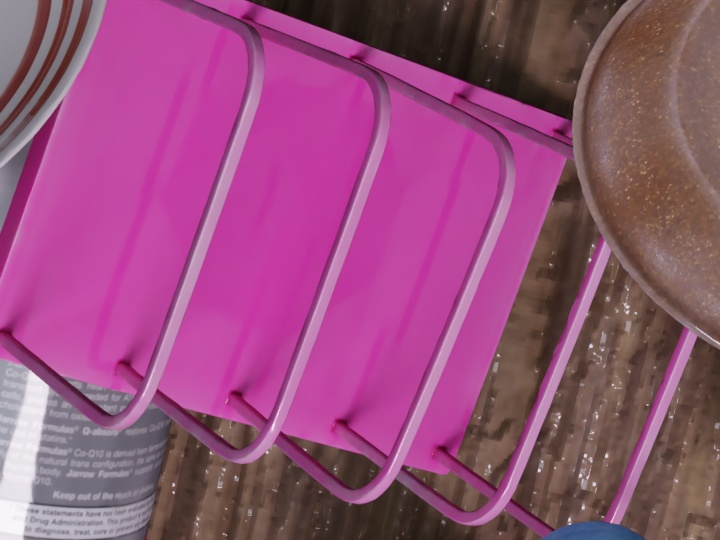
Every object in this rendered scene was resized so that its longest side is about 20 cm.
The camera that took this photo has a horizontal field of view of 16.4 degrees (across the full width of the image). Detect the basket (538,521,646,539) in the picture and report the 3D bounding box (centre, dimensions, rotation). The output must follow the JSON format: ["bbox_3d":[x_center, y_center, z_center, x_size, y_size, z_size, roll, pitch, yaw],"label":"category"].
[{"bbox_3d":[0.067,0.176,0.866,0.176,0.139,0.200,32,117,-31],"label":"basket"}]

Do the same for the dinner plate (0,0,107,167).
[{"bbox_3d":[-0.175,-0.081,0.821,0.199,0.024,0.201,-6,55,9],"label":"dinner plate"}]

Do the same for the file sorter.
[{"bbox_3d":[0.000,0.000,0.822,0.199,0.125,0.140,17,97,-33],"label":"file sorter"}]

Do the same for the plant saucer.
[{"bbox_3d":[0.163,-0.036,0.742,0.199,0.037,0.201,14,139,12],"label":"plant saucer"}]

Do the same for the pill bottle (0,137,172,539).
[{"bbox_3d":[-0.116,0.010,0.902,0.115,0.116,0.201,15,100,7],"label":"pill bottle"}]
